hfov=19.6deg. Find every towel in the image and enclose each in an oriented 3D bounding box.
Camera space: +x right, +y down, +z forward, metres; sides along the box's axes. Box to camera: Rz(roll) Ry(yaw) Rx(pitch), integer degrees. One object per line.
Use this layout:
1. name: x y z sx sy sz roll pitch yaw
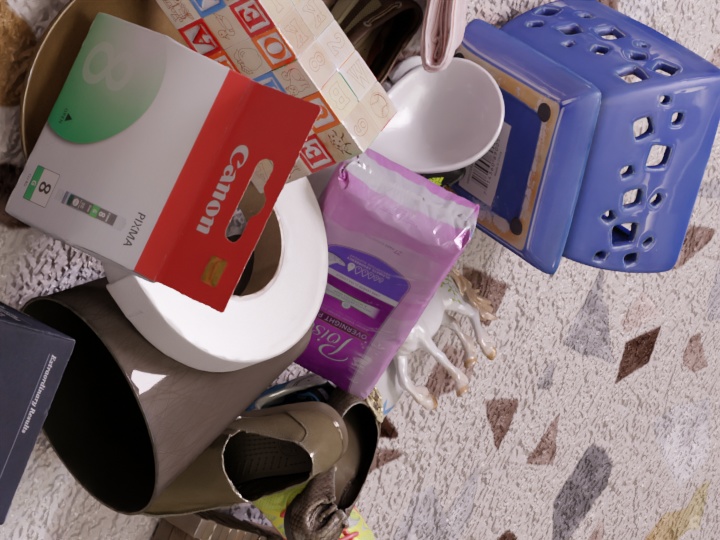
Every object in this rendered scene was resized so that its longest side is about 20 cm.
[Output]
1. towel: 0.083 -0.268 1.703 0.200 0.032 0.192 -64 166 -74

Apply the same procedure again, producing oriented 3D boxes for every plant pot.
1. plant pot: -0.180 -0.131 1.563 0.199 0.027 0.201 -23 123 -40
2. plant pot: 0.177 -0.115 1.835 0.179 0.200 0.201 -9 123 -38

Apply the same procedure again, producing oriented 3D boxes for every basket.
1. basket: -0.142 0.063 1.617 0.200 0.136 0.181 -31 103 -41

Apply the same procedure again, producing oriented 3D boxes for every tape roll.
1. tape roll: -0.109 -0.025 1.565 0.202 0.037 0.204 17 64 -40

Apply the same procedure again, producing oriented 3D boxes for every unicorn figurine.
1. unicorn figurine: 0.055 0.048 1.854 0.138 0.074 0.200 57 20 -10

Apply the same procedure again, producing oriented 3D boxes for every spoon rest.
1. spoon rest: 0.027 -0.101 1.717 0.199 0.100 0.061 -34 158 5

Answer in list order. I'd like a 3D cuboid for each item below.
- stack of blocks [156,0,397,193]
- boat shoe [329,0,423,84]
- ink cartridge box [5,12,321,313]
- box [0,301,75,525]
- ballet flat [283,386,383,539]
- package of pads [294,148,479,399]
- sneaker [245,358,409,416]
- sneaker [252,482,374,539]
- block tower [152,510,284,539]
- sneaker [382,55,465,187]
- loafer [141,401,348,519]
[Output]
1. stack of blocks: -0.078 -0.165 1.532 0.200 0.115 0.059 55 46 -18
2. boat shoe: -0.021 -0.150 1.694 0.203 0.075 0.075 -58 140 -11
3. ink cartridge box: -0.142 -0.078 1.453 0.050 0.199 0.162 29 85 -50
4. box: -0.319 0.081 1.446 0.200 0.104 0.149 22 91 -51
5. ballet flat: -0.011 0.157 1.722 0.068 0.046 0.200 54 34 -20
6. package of pads: 0.000 0.000 1.691 0.200 0.120 0.076 -58 -174 39
7. sneaker: -0.026 0.117 1.810 0.199 0.072 0.072 -24 88 -38
8. sneaker: -0.032 0.213 1.756 0.078 0.090 0.200 -38 130 1
9. block tower: -0.102 0.247 1.811 0.200 0.054 0.058 27 87 -50
10. sneaker: 0.040 -0.080 1.786 0.074 0.087 0.201 16 96 -51
11. loafer: -0.110 0.151 1.665 0.067 0.199 0.077 -51 123 -74
